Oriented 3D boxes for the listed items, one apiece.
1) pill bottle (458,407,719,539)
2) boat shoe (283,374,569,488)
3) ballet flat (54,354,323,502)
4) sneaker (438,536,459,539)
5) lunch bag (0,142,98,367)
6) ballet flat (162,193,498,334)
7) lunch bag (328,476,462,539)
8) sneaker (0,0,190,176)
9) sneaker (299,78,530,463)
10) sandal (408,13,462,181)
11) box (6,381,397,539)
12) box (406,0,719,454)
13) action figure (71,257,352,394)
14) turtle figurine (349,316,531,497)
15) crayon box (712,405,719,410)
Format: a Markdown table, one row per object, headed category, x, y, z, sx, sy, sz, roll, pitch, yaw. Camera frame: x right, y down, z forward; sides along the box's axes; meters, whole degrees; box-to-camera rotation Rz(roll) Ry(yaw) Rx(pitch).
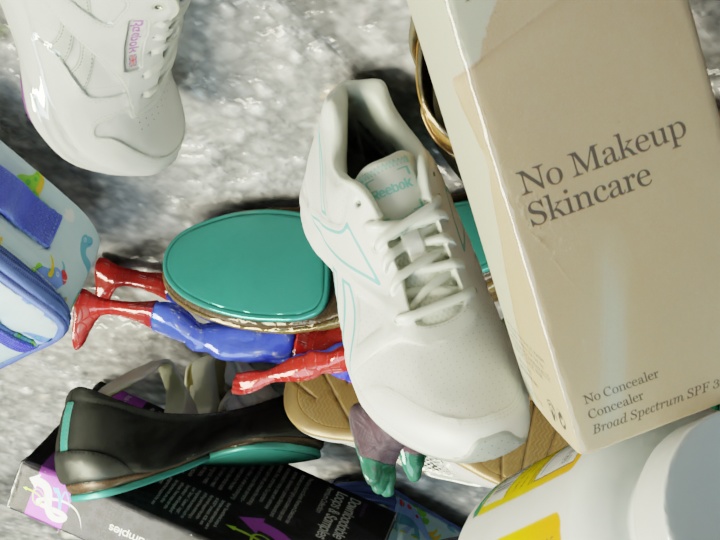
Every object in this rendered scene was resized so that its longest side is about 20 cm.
| category | x | y | z | sx | sy | sz | roll | pitch | yaw |
| --- | --- | --- | --- | --- | --- | --- | --- | --- | --- |
| pill bottle | 0.123 | 0.120 | 0.840 | 0.112 | 0.113 | 0.200 | 20 | 157 | -11 |
| boat shoe | 0.060 | 0.082 | 1.083 | 0.199 | 0.071 | 0.069 | 12 | 167 | 20 |
| ballet flat | -0.088 | 0.080 | 1.081 | 0.068 | 0.069 | 0.200 | -13 | 174 | 34 |
| sneaker | 0.110 | 0.211 | 1.121 | 0.199 | 0.075 | 0.088 | 20 | 153 | -10 |
| lunch bag | -0.241 | -0.027 | 0.984 | 0.160 | 0.083 | 0.200 | -18 | 132 | 38 |
| ballet flat | 0.000 | 0.000 | 0.993 | 0.199 | 0.068 | 0.072 | -9 | 161 | 23 |
| lunch bag | 0.016 | 0.217 | 1.279 | 0.200 | 0.083 | 0.161 | 29 | 142 | -23 |
| sneaker | -0.103 | -0.107 | 0.844 | 0.099 | 0.075 | 0.200 | 2 | 145 | 18 |
| sneaker | 0.017 | -0.002 | 0.866 | 0.070 | 0.201 | 0.080 | -16 | 141 | -13 |
| sandal | 0.058 | -0.079 | 0.850 | 0.080 | 0.054 | 0.200 | 2 | 145 | 16 |
| box | -0.084 | 0.136 | 1.120 | 0.199 | 0.143 | 0.036 | 22 | 107 | 4 |
| box | 0.089 | -0.043 | 0.767 | 0.095 | 0.078 | 0.200 | -21 | 109 | -5 |
| action figure | -0.050 | 0.036 | 1.052 | 0.199 | 0.065 | 0.052 | 8 | 113 | 8 |
| turtle figurine | 0.100 | 0.055 | 0.969 | 0.199 | 0.101 | 0.150 | -19 | 159 | 17 |
| crayon box | 0.194 | 0.140 | 1.099 | 0.119 | 0.058 | 0.200 | 23 | 147 | -14 |
